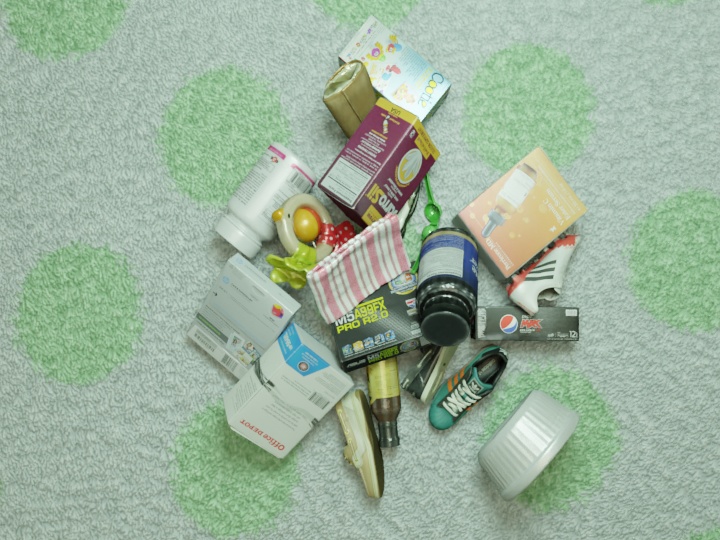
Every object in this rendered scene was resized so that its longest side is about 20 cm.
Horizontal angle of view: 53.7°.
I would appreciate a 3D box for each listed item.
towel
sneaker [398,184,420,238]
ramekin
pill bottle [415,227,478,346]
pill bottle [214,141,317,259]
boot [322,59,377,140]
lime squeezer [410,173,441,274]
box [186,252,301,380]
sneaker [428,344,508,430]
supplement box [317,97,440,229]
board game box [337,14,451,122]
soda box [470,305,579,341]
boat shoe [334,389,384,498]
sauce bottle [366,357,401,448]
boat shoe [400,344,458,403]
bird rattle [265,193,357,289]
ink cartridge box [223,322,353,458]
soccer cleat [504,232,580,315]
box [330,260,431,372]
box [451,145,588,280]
[{"bbox_3d":[0.000,0.000,1.277,0.198,0.148,0.030,-36,52,-12],"label":"towel"},{"bbox_3d":[0.046,-0.095,1.371,0.087,0.077,0.204,23,81,12],"label":"sneaker"},{"bbox_3d":[0.294,0.307,1.281,0.094,0.202,0.203,41,88,14],"label":"ramekin"},{"bbox_3d":[0.153,0.029,1.255,0.109,0.113,0.203,9,45,1],"label":"pill bottle"},{"bbox_3d":[-0.181,-0.130,1.348,0.113,0.113,0.201,38,88,3],"label":"pill bottle"},{"bbox_3d":[-0.026,-0.257,1.312,0.066,0.201,0.176,33,79,34],"label":"boot"},{"bbox_3d":[0.131,-0.091,1.363,0.037,0.070,0.206,7,88,20],"label":"lime squeezer"},{"bbox_3d":[-0.221,0.093,1.325,0.155,0.041,0.201,38,121,4],"label":"box"},{"bbox_3d":[0.202,0.219,1.338,0.071,0.080,0.201,41,88,3],"label":"sneaker"},{"bbox_3d":[0.036,-0.185,1.298,0.102,0.131,0.202,34,87,33],"label":"supplement box"},{"bbox_3d":[0.064,-0.368,1.362,0.199,0.103,0.105,41,88,3],"label":"board game box"},{"bbox_3d":[0.309,0.100,1.348,0.194,0.071,0.065,1,88,1],"label":"soda box"},{"bbox_3d":[-0.002,0.331,1.347,0.065,0.074,0.205,-14,85,13],"label":"boat shoe"},{"bbox_3d":[0.045,0.230,1.349,0.063,0.065,0.206,-5,85,1],"label":"sauce bottle"},{"bbox_3d":[0.144,0.147,1.352,0.067,0.072,0.203,26,82,27],"label":"boat shoe"},{"bbox_3d":[-0.084,-0.063,1.306,0.199,0.111,0.166,-33,104,-37],"label":"bird rattle"},{"bbox_3d":[-0.133,0.221,1.300,0.200,0.085,0.146,-45,122,6],"label":"ink cartridge box"},{"bbox_3d":[0.356,0.006,1.333,0.198,0.069,0.085,-35,75,-25],"label":"soccer cleat"},{"bbox_3d":[0.040,0.084,1.329,0.195,0.045,0.163,-17,54,0],"label":"box"},{"bbox_3d":[0.296,-0.103,1.342,0.199,0.106,0.153,-39,87,-2],"label":"box"}]
